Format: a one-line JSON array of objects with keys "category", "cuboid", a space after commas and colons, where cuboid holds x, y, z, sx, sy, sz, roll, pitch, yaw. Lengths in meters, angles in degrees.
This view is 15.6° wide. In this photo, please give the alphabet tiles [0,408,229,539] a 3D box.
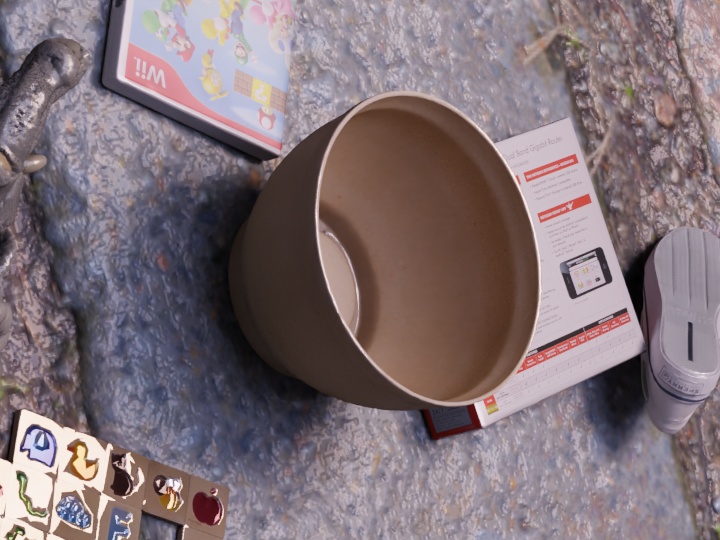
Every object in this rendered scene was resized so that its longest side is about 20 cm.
[{"category": "alphabet tiles", "cuboid": [-0.162, 0.181, 1.551, 0.199, 0.008, 0.168, 25, 61, -37]}]

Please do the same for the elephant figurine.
[{"category": "elephant figurine", "cuboid": [-0.238, -0.030, 1.464, 0.200, 0.154, 0.142, -81, 172, -58]}]

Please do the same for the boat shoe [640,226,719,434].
[{"category": "boat shoe", "cuboid": [0.233, 0.042, 1.948, 0.073, 0.067, 0.200, 23, 34, 0]}]

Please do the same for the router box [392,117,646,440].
[{"category": "router box", "cuboid": [0.101, 0.003, 1.837, 0.199, 0.049, 0.181, -20, 92, -46]}]

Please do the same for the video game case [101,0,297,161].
[{"category": "video game case", "cuboid": [-0.099, -0.188, 1.719, 0.142, 0.017, 0.202, 24, 62, -39]}]

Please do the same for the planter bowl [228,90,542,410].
[{"category": "planter bowl", "cuboid": [0.000, 0.000, 1.676, 0.199, 0.134, 0.202, 16, 66, -41]}]
